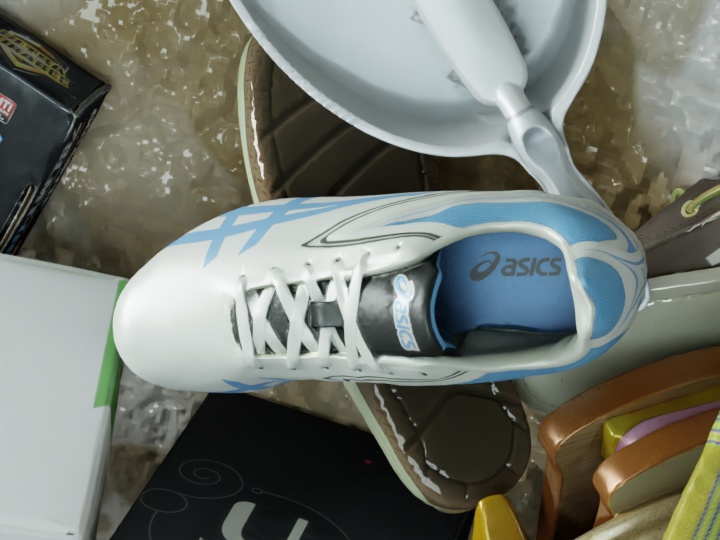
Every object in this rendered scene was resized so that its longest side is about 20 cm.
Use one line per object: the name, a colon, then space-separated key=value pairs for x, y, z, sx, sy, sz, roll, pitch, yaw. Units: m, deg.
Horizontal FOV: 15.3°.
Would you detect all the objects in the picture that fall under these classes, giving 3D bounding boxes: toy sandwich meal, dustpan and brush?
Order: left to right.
dustpan and brush: x=0.049 y=-0.073 z=0.977 sx=0.139 sy=0.057 sz=0.200 roll=-31 pitch=99 yaw=4
toy sandwich meal: x=0.114 y=0.112 z=1.025 sx=0.204 sy=0.070 sz=0.206 roll=-15 pitch=146 yaw=-11

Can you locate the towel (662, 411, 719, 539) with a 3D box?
towel: x=0.180 y=0.068 z=0.919 sx=0.143 sy=0.023 sz=0.201 roll=29 pitch=77 yaw=-20

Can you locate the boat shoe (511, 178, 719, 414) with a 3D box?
boat shoe: x=0.144 y=-0.006 z=1.003 sx=0.199 sy=0.060 sz=0.072 roll=-26 pitch=136 yaw=23

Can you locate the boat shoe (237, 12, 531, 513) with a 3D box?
boat shoe: x=0.000 y=0.000 z=1.033 sx=0.071 sy=0.076 sz=0.201 roll=-18 pitch=86 yaw=-12

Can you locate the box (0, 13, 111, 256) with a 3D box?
box: x=-0.231 y=-0.045 z=1.080 sx=0.200 sy=0.050 sz=0.199 roll=32 pitch=114 yaw=-1

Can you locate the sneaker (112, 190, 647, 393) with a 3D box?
sneaker: x=0.001 y=0.009 z=0.950 sx=0.199 sy=0.072 sz=0.072 roll=-7 pitch=96 yaw=18

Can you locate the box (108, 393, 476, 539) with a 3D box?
box: x=-0.037 y=0.141 z=1.024 sx=0.122 sy=0.200 sz=0.106 roll=18 pitch=114 yaw=5

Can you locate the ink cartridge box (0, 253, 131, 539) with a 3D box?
ink cartridge box: x=-0.147 y=0.115 z=1.041 sx=0.084 sy=0.145 sz=0.201 roll=10 pitch=130 yaw=-4
